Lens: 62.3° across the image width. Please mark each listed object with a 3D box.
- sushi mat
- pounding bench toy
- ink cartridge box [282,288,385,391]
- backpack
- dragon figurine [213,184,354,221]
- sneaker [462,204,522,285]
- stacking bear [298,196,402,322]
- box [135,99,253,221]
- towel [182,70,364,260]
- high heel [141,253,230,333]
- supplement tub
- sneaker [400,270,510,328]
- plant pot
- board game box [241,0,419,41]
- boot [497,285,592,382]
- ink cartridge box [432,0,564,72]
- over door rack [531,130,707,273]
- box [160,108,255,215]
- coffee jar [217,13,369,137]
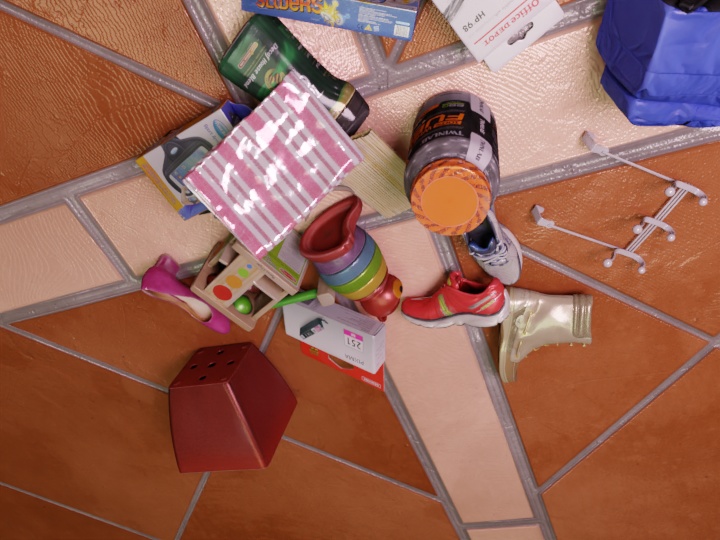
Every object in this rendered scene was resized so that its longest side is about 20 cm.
[{"bbox_3d":[0.027,-0.134,0.865,0.095,0.012,0.199,-22,150,26],"label":"sushi mat"},{"bbox_3d":[-0.156,0.021,1.008,0.199,0.125,0.156,39,125,-19],"label":"pounding bench toy"},{"bbox_3d":[-0.048,0.136,1.084,0.198,0.044,0.175,20,132,26],"label":"ink cartridge box"},{"bbox_3d":[0.387,-0.255,0.673,0.197,0.164,0.169,-3,137,-3],"label":"backpack"},{"bbox_3d":[-0.114,-0.114,0.846,0.198,0.100,0.059,-24,136,-13],"label":"dragon figurine"},{"bbox_3d":[0.192,-0.043,0.916,0.076,0.086,0.201,-22,121,25],"label":"sneaker"},{"bbox_3d":[0.000,0.000,0.977,0.113,0.122,0.200,-18,130,30],"label":"stacking bear"},{"bbox_3d":[-0.222,-0.163,0.883,0.198,0.042,0.120,-21,120,27],"label":"box"},{"bbox_3d":[-0.108,-0.132,0.764,0.200,0.030,0.146,-43,103,1],"label":"towel"},{"bbox_3d":[-0.317,0.067,1.094,0.067,0.096,0.201,-18,121,23],"label":"high heel"},{"bbox_3d":[0.121,-0.142,0.779,0.121,0.201,0.124,5,128,6],"label":"supplement tub"},{"bbox_3d":[0.153,0.043,0.992,0.198,0.077,0.086,-6,110,34],"label":"sneaker"},{"bbox_3d":[-0.265,0.258,1.182,0.197,0.200,0.178,-8,114,17],"label":"plant pot"},{"bbox_3d":[-0.027,-0.328,0.708,0.197,0.136,0.035,11,130,2],"label":"board game box"},{"bbox_3d":[0.315,0.118,1.023,0.153,0.073,0.202,3,122,13],"label":"boot"},{"bbox_3d":[0.149,-0.337,0.703,0.115,0.067,0.200,-35,114,25],"label":"ink cartridge box"},{"bbox_3d":[0.370,-0.085,0.859,0.198,0.067,0.149,23,127,-7],"label":"over door rack"},{"bbox_3d":[-0.189,-0.169,0.923,0.197,0.040,0.138,-8,124,17],"label":"box"},{"bbox_3d":[-0.085,-0.248,0.808,0.199,0.086,0.104,37,109,-18],"label":"coffee jar"}]
